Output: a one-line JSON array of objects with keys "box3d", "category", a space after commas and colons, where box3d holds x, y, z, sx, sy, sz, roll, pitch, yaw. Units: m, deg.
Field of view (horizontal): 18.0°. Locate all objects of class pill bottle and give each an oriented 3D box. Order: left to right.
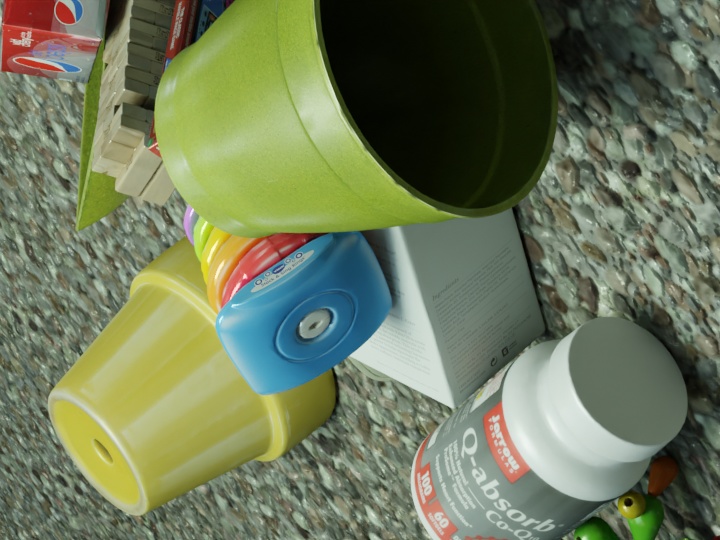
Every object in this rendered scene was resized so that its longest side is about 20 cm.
[{"box3d": [0.127, 0.117, 1.539, 0.116, 0.116, 0.200, 50, 139, 5], "category": "pill bottle"}]

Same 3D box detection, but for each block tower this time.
[{"box3d": [-0.138, -0.145, 1.506, 0.054, 0.201, 0.058, 16, 142, -22], "category": "block tower"}]

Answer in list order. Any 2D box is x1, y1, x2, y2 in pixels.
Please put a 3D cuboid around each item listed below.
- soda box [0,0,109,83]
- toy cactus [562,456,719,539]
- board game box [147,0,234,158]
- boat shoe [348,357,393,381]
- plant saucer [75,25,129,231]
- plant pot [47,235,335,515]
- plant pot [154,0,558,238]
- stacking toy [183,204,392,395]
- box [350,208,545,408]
[{"box3d": [-0.213, -0.178, 1.576, 0.200, 0.070, 0.064, 157, 121, -79], "category": "soda box"}, {"box3d": [0.221, 0.216, 1.596, 0.165, 0.103, 0.200, 35, 153, -8], "category": "toy cactus"}, {"box3d": [-0.083, -0.132, 1.492, 0.019, 0.201, 0.103, -27, 132, 35], "category": "board game box"}, {"box3d": [0.000, 0.000, 1.707, 0.068, 0.072, 0.200, -102, -11, -52], "category": "boat shoe"}, {"box3d": [-0.175, -0.158, 1.697, 0.200, 0.048, 0.201, 115, 158, -61], "category": "plant saucer"}, {"box3d": [-0.154, 0.101, 1.923, 0.201, 0.189, 0.201, 39, 152, 26], "category": "plant pot"}, {"box3d": [-0.018, -0.106, 1.371, 0.192, 0.200, 0.201, -19, 108, 44], "category": "plant pot"}, {"box3d": [-0.076, -0.027, 1.536, 0.200, 0.116, 0.110, 53, 174, 38], "category": "stacking toy"}, {"box3d": [0.033, -0.026, 1.562, 0.124, 0.097, 0.201, 25, 144, 44], "category": "box"}]
